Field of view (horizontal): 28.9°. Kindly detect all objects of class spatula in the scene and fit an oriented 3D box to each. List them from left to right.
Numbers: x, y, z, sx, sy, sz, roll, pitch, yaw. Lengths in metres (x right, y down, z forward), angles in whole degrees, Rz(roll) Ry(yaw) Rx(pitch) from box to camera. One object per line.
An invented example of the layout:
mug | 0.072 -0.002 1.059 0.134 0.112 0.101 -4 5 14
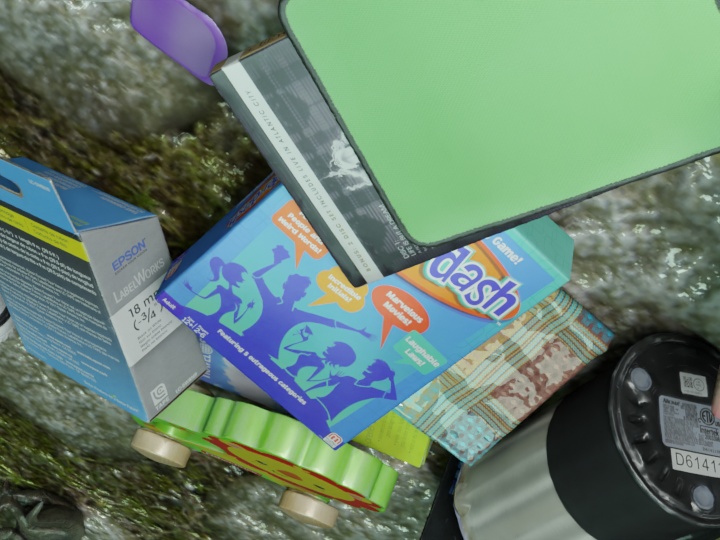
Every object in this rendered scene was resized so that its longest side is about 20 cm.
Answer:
spatula | -0.165 -0.160 0.776 0.199 0.021 0.057 22 151 -7

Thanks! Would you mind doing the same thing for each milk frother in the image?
milk frother | 0.168 0.175 0.863 0.180 0.201 0.188 28 146 -12

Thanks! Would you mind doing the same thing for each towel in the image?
towel | 0.035 0.025 0.859 0.200 0.022 0.147 37 124 -10

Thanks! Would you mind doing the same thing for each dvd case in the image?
dvd case | 0.043 -0.080 0.705 0.199 0.016 0.149 -22 119 26

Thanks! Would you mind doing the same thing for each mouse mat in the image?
mouse mat | 0.077 -0.098 0.669 0.199 0.008 0.161 -18 119 24

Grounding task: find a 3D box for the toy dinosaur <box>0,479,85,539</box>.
toy dinosaur | -0.312 0.248 1.385 0.102 0.077 0.200 20 142 -13

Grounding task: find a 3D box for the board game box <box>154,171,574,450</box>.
board game box | 0.000 0.000 0.811 0.152 0.045 0.200 41 122 -15

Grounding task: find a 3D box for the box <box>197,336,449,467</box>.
box | -0.035 0.057 0.965 0.199 0.048 0.122 21 144 7

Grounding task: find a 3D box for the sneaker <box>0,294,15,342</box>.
sneaker | -0.364 -0.005 1.070 0.198 0.075 0.115 9 142 13

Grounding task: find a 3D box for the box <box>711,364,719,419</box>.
box | 0.249 -0.009 0.650 0.127 0.109 0.201 15 144 15

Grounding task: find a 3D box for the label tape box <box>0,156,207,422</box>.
label tape box | -0.190 -0.013 0.916 0.144 0.063 0.201 23 140 37

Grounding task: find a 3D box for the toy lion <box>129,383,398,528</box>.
toy lion | -0.071 0.126 1.007 0.199 0.069 0.192 22 166 2

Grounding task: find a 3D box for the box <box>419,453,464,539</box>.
box | 0.107 0.246 0.990 0.163 0.201 0.086 21 146 6
